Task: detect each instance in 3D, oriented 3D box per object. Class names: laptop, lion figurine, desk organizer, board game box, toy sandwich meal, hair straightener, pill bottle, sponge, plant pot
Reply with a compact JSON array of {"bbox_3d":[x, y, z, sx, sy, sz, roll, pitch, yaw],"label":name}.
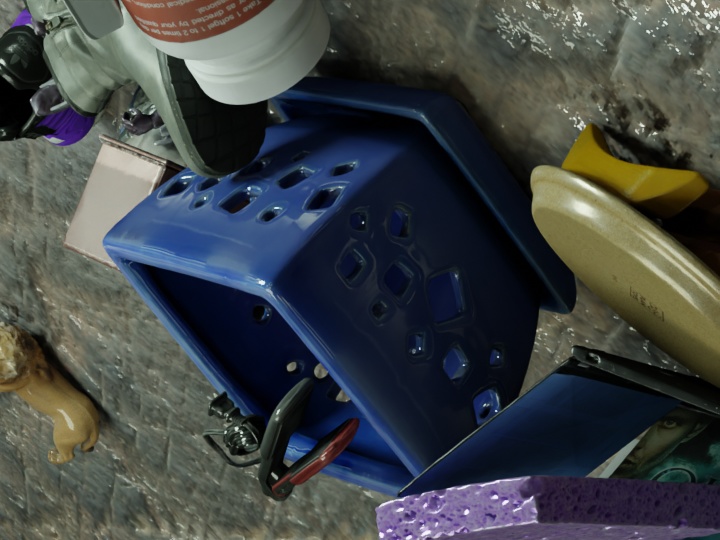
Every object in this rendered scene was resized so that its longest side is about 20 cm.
[{"bbox_3d":[0.161,0.113,1.591,0.199,0.117,0.187,21,-177,29],"label":"laptop"},{"bbox_3d":[-0.305,0.117,2.732,0.200,0.073,0.122,35,152,-27],"label":"lion figurine"},{"bbox_3d":[-0.096,-0.017,1.879,0.072,0.077,0.200,22,179,44],"label":"desk organizer"},{"bbox_3d":[0.217,0.151,1.677,0.200,0.135,0.028,14,146,51],"label":"board game box"},{"bbox_3d":[0.178,-0.007,1.522,0.205,0.070,0.205,40,172,6],"label":"toy sandwich meal"},{"bbox_3d":[-0.054,0.093,1.684,0.077,0.041,0.200,42,165,0],"label":"hair straightener"},{"bbox_3d":[-0.093,-0.189,1.562,0.112,0.112,0.200,23,153,42],"label":"pill bottle"},{"bbox_3d":[0.111,0.139,1.594,0.111,0.030,0.199,-15,166,37],"label":"sponge"},{"bbox_3d":[0.000,0.000,1.695,0.200,0.180,0.200,11,145,54],"label":"plant pot"}]

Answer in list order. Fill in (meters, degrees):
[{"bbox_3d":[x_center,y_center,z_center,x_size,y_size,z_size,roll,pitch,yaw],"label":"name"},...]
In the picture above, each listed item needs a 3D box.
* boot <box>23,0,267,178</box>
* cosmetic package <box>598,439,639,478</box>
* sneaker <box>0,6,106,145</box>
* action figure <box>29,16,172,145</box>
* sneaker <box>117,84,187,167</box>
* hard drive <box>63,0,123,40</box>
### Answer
[{"bbox_3d":[-0.132,-0.125,1.709,0.131,0.067,0.201,-39,67,47],"label":"boot"},{"bbox_3d":[0.198,0.225,1.774,0.123,0.200,0.199,50,159,-24],"label":"cosmetic package"},{"bbox_3d":[-0.233,-0.125,1.989,0.069,0.100,0.200,40,161,9],"label":"sneaker"},{"bbox_3d":[-0.147,-0.143,1.808,0.200,0.069,0.131,-2,103,60],"label":"action figure"},{"bbox_3d":[-0.121,-0.084,1.941,0.087,0.075,0.200,23,163,2],"label":"sneaker"},{"bbox_3d":[-0.186,-0.234,1.615,0.132,0.026,0.200,60,-173,-38],"label":"hard drive"}]
